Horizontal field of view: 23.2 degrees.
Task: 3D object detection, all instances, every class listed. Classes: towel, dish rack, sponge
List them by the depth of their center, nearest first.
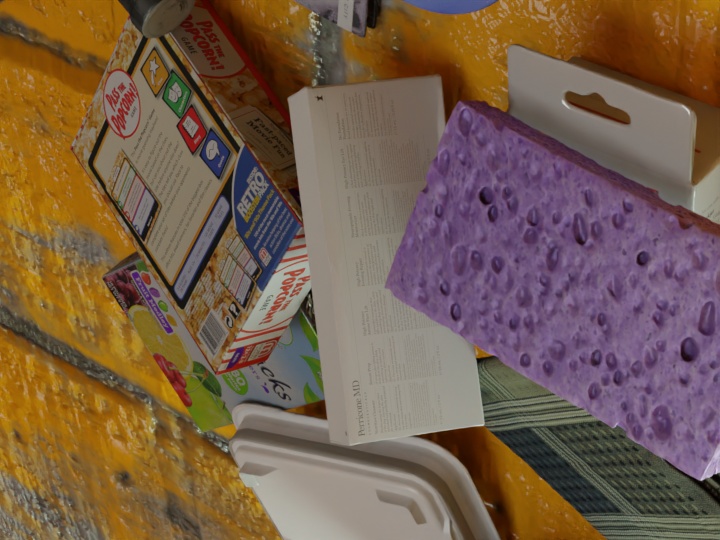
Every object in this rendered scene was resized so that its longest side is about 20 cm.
[{"bbox_3d":[0.112,0.006,0.866,0.200,0.030,0.112,31,113,27],"label":"sponge"},{"bbox_3d":[0.146,0.105,1.003,0.192,0.035,0.200,43,164,-9],"label":"towel"},{"bbox_3d":[0.001,0.174,1.230,0.199,0.044,0.172,7,137,35],"label":"dish rack"}]

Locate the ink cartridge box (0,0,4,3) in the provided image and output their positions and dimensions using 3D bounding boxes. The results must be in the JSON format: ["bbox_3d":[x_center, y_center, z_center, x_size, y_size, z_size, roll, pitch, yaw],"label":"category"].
[{"bbox_3d":[-0.347,-0.260,1.240,0.200,0.084,0.145,18,133,38],"label":"ink cartridge box"}]

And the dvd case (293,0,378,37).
[{"bbox_3d":[-0.066,-0.238,1.013,0.200,0.016,0.149,32,139,25],"label":"dvd case"}]

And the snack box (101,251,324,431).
[{"bbox_3d":[-0.084,0.031,1.234,0.200,0.053,0.142,-19,107,52],"label":"snack box"}]

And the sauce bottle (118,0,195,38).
[{"bbox_3d":[-0.174,-0.227,1.080,0.200,0.066,0.066,48,145,15],"label":"sauce bottle"}]

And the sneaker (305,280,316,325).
[{"bbox_3d":[0.000,0.000,1.096,0.070,0.075,0.201,11,129,42],"label":"sneaker"}]

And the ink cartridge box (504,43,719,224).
[{"bbox_3d":[0.141,-0.032,0.921,0.116,0.067,0.201,25,137,32],"label":"ink cartridge box"}]

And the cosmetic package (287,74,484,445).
[{"bbox_3d":[0.013,-0.006,0.999,0.051,0.082,0.201,172,92,-72],"label":"cosmetic package"}]

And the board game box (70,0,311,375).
[{"bbox_3d":[-0.099,-0.059,1.112,0.200,0.046,0.152,55,136,22],"label":"board game box"}]

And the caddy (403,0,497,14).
[{"bbox_3d":[0.030,-0.224,0.842,0.141,0.105,0.201,4,123,45],"label":"caddy"}]
